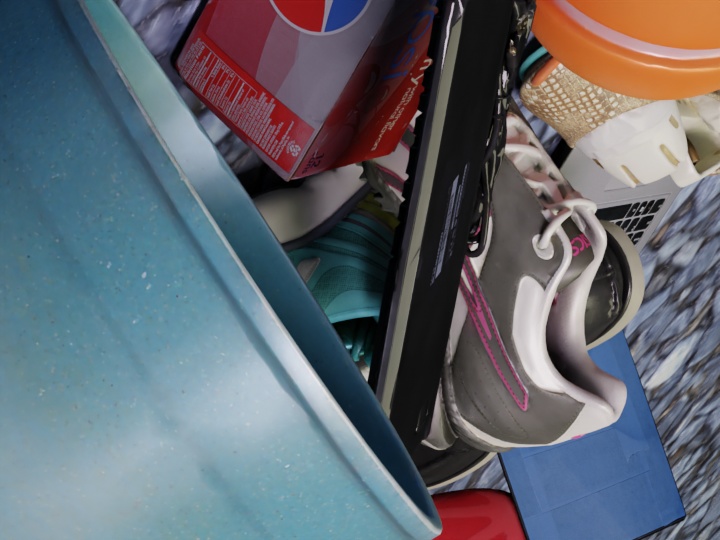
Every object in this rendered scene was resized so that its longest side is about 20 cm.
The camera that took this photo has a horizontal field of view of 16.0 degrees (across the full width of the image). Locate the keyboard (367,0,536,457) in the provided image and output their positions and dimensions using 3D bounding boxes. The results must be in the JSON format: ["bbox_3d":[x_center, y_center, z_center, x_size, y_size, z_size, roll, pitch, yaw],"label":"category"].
[{"bbox_3d":[0.027,-0.026,0.844,0.127,0.021,0.200,-52,156,-61],"label":"keyboard"}]

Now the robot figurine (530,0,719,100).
[{"bbox_3d":[0.119,-0.144,0.952,0.200,0.116,0.144,106,9,-49],"label":"robot figurine"}]

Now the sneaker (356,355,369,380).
[{"bbox_3d":[-0.018,0.032,1.086,0.200,0.075,0.076,-27,173,-40],"label":"sneaker"}]

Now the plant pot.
[{"bbox_3d":[-0.108,0.041,0.731,0.188,0.200,0.200,-34,160,1],"label":"plant pot"}]

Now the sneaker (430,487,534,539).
[{"bbox_3d":[-0.010,0.147,1.227,0.200,0.078,0.116,-26,153,-7],"label":"sneaker"}]

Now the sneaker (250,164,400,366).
[{"bbox_3d":[0.000,0.000,1.012,0.200,0.080,0.078,-30,168,-38],"label":"sneaker"}]

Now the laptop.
[{"bbox_3d":[0.141,0.031,1.311,0.200,0.116,0.187,-59,158,21],"label":"laptop"}]

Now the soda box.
[{"bbox_3d":[0.018,-0.128,0.843,0.070,0.063,0.200,-19,146,-56],"label":"soda box"}]

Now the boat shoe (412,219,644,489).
[{"bbox_3d":[0.049,0.044,1.201,0.063,0.074,0.201,-12,157,-43],"label":"boat shoe"}]

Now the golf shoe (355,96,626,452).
[{"bbox_3d":[0.048,-0.032,0.939,0.077,0.088,0.200,-28,111,-51],"label":"golf shoe"}]

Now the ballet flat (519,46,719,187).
[{"bbox_3d":[0.136,-0.071,1.178,0.070,0.065,0.200,-29,168,27],"label":"ballet flat"}]
